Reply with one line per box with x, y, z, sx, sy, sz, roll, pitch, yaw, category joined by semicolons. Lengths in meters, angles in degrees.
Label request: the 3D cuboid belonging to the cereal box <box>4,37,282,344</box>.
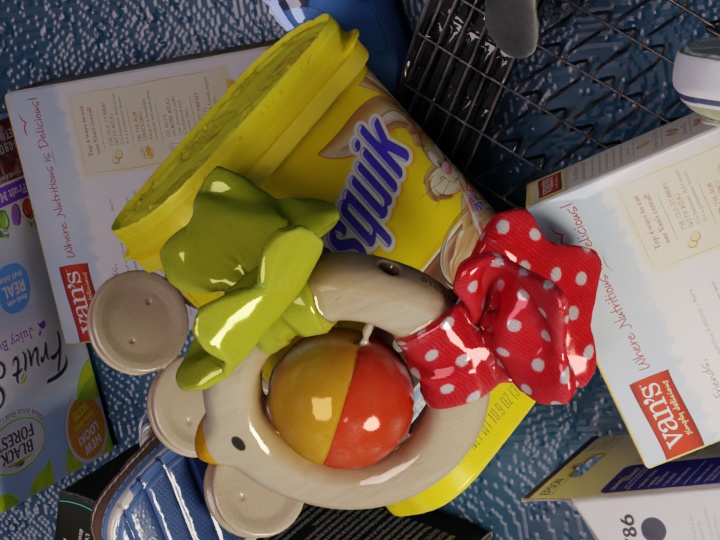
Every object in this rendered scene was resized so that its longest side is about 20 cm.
-0.085;-0.042;1.445;0.199;0.039;0.145;-6;102;30;cereal box

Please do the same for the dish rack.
0.118;-0.082;1.318;0.199;0.054;0.154;33;116;18;dish rack

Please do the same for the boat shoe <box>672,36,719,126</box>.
0.230;-0.059;1.161;0.198;0.072;0.062;7;106;0;boat shoe

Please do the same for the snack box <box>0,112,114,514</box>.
-0.226;0.032;1.467;0.067;0.168;0.201;-6;103;32;snack box

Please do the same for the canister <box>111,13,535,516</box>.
0.000;0.000;1.308;0.200;0.149;0.086;47;154;-14;canister

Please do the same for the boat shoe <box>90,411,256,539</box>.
-0.074;0.093;1.393;0.072;0.200;0.073;4;117;41;boat shoe

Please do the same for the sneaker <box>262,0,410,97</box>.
-0.022;-0.180;1.355;0.078;0.066;0.201;-31;89;28;sneaker

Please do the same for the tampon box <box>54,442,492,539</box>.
-0.052;0.192;1.448;0.199;0.126;0.151;19;114;21;tampon box

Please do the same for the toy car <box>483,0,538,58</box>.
0.091;-0.198;1.235;0.165;0.157;0.200;56;135;27;toy car

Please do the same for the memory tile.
-0.027;0.021;1.350;0.154;0.200;0.017;53;157;-9;memory tile

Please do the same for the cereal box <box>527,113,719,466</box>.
0.193;-0.011;1.249;0.199;0.040;0.145;-22;109;13;cereal box

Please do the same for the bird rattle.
0.005;0.035;1.219;0.199;0.113;0.164;10;125;-15;bird rattle

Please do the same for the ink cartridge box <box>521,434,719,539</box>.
0.186;0.103;1.309;0.199;0.099;0.039;-6;104;30;ink cartridge box
